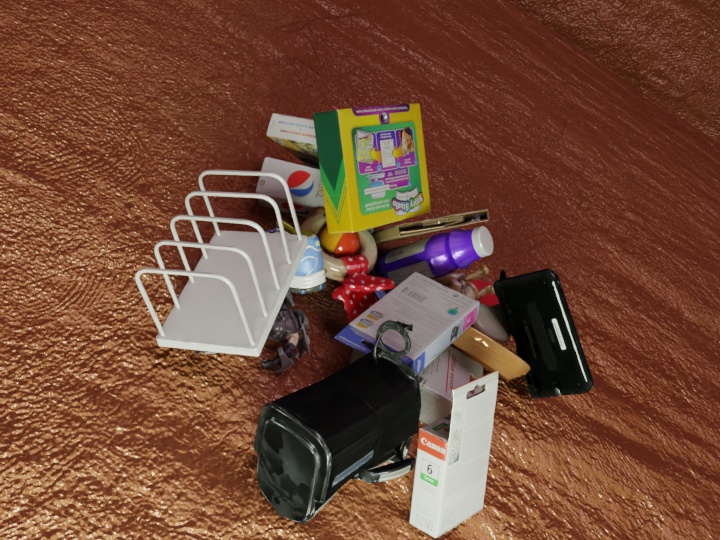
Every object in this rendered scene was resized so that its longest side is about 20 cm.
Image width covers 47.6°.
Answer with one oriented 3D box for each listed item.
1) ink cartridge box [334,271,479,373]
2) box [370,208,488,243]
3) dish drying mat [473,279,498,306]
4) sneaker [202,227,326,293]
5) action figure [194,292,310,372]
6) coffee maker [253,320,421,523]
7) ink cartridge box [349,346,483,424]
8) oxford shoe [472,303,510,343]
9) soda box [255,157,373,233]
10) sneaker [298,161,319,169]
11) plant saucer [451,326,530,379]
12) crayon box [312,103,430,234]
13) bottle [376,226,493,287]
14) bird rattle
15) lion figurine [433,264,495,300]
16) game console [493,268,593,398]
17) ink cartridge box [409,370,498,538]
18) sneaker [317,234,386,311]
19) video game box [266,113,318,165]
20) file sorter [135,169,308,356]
[{"bbox_3d":[0.067,0.080,1.153,0.118,0.043,0.199,25,39,30],"label":"ink cartridge box"},{"bbox_3d":[0.100,-0.069,1.350,0.160,0.200,0.022,-11,90,-19],"label":"box"},{"bbox_3d":[0.281,0.061,1.538,0.197,0.018,0.078,12,42,-30],"label":"dish drying mat"},{"bbox_3d":[-0.135,-0.023,1.158,0.196,0.079,0.076,8,17,21],"label":"sneaker"},{"bbox_3d":[-0.145,0.075,1.111,0.197,0.070,0.131,3,40,-44],"label":"action figure"},{"bbox_3d":[-0.028,0.178,0.995,0.198,0.133,0.197,-19,106,-50],"label":"coffee maker"},{"bbox_3d":[0.084,0.152,1.219,0.197,0.068,0.117,30,36,-11],"label":"ink cartridge box"},{"bbox_3d":[0.212,0.096,1.360,0.076,0.057,0.199,57,16,10],"label":"oxford shoe"},{"bbox_3d":[-0.067,-0.122,1.321,0.195,0.068,0.065,13,75,3],"label":"soda box"},{"bbox_3d":[-0.034,-0.110,1.418,0.196,0.076,0.089,19,46,-9],"label":"sneaker"},{"bbox_3d":[0.173,0.117,1.285,0.198,0.038,0.200,31,-4,2],"label":"plant saucer"},{"bbox_3d":[0.022,-0.158,1.237,0.198,0.057,0.177,-16,103,-48],"label":"crayon box"},{"bbox_3d":[0.122,-0.023,1.335,0.083,0.197,0.066,-40,108,-54],"label":"bottle"},{"bbox_3d":[-0.034,-0.029,1.225,0.196,0.114,0.164,19,43,8],"label":"bird rattle"},{"bbox_3d":[0.147,0.026,1.394,0.121,0.199,0.074,-24,107,-19],"label":"lion figurine"},{"bbox_3d":[0.301,0.093,1.338,0.115,0.174,0.204,-24,95,-43],"label":"game console"},{"bbox_3d":[0.122,0.230,1.060,0.050,0.205,0.108,16,18,39],"label":"ink cartridge box"},{"bbox_3d":[0.000,0.000,1.314,0.077,0.071,0.201,-18,61,-41],"label":"sneaker"},{"bbox_3d":[-0.034,-0.198,1.384,0.179,0.048,0.199,12,-8,29],"label":"video game box"},{"bbox_3d":[-0.167,-0.017,1.005,0.136,0.126,0.202,4,44,17],"label":"file sorter"}]
